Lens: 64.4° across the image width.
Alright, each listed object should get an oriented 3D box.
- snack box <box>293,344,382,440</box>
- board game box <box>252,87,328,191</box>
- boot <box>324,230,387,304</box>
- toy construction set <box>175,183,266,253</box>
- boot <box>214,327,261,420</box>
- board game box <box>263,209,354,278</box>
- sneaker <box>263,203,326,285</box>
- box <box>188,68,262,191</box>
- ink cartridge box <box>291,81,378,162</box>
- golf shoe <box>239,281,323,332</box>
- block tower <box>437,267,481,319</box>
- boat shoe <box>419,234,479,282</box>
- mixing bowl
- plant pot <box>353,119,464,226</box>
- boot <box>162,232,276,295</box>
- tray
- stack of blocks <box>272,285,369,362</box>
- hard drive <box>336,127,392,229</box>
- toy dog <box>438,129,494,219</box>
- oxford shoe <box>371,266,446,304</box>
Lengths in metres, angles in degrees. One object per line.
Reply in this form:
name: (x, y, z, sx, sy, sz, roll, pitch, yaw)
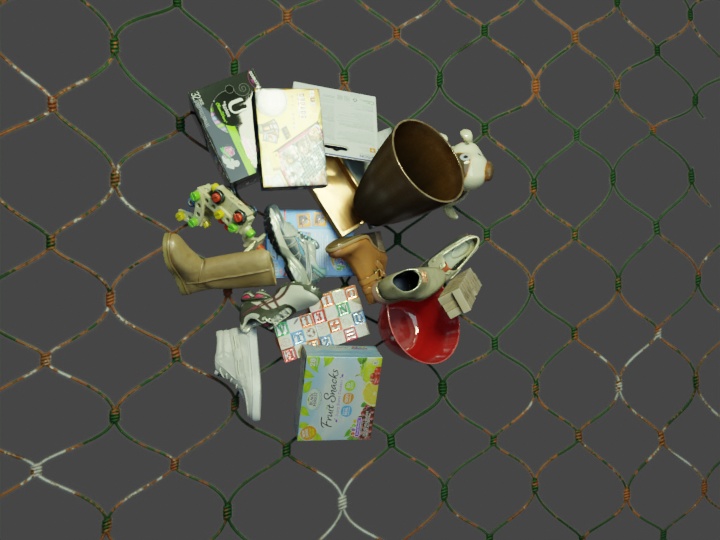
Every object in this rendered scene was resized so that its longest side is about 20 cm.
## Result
snack box: (-0.051, 0.265, 1.241, 0.168, 0.068, 0.201, 4, 105, -16)
board game box: (-0.142, -0.265, 1.160, 0.135, 0.035, 0.201, -4, 87, -17)
boot: (0.000, 0.000, 1.254, 0.076, 0.200, 0.156, -7, 95, 26)
toy construction set: (-0.282, -0.105, 1.193, 0.200, 0.092, 0.131, 34, 124, -4)
boot: (-0.263, 0.222, 1.222, 0.095, 0.074, 0.201, -4, 80, -9)
board game box: (-0.114, -0.060, 1.283, 0.199, 0.037, 0.152, -1, 88, -14)
sneaker: (-0.140, -0.056, 1.226, 0.086, 0.078, 0.201, -29, 106, -18)
box: (-0.254, -0.290, 1.212, 0.148, 0.124, 0.201, -26, 93, -14)
ink cartridge box: (-0.059, -0.318, 1.268, 0.199, 0.041, 0.201, 7, 60, -14)
golf shoe: (-0.166, 0.081, 1.194, 0.077, 0.199, 0.088, 48, 39, -43)
block tower: (0.226, 0.049, 1.288, 0.058, 0.200, 0.054, -31, 92, 21)
boat shoe: (0.202, -0.012, 1.351, 0.200, 0.063, 0.071, -42, 100, -11)
mixing bowl: (0.113, 0.121, 1.283, 0.199, 0.108, 0.201, 14, 64, -30)
plant pot: (0.079, -0.177, 1.191, 0.186, 0.200, 0.188, 19, 55, -30)
boot: (-0.284, -0.022, 1.170, 0.199, 0.176, 0.066, -7, 53, -2)
tray: (-0.057, -0.181, 1.274, 0.098, 0.037, 0.200, -32, 88, -17)
stack of blocks: (-0.093, 0.116, 1.269, 0.199, 0.059, 0.116, -18, 92, -15)
hard drive: (0.045, -0.213, 1.334, 0.139, 0.033, 0.201, -24, 94, -15)
toy dog: (0.210, -0.221, 1.291, 0.139, 0.200, 0.195, 3, 87, -14)
oxford shoe: (0.120, 0.027, 1.208, 0.199, 0.074, 0.071, -16, 79, -38)
